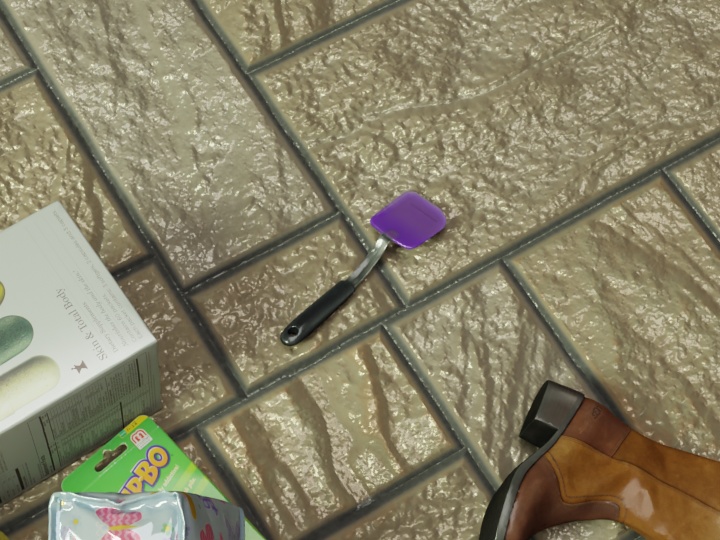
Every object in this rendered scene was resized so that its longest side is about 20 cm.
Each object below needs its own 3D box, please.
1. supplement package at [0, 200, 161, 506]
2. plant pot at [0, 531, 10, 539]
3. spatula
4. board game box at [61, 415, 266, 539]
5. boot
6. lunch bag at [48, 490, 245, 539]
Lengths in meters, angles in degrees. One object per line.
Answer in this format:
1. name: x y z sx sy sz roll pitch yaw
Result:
1. supplement package: -0.285 0.079 1.237 0.200 0.151 0.152 -31 71 -18
2. plant pot: -0.320 0.264 1.140 0.200 0.200 0.142 11 40 0
3. spatula: 0.000 0.000 1.375 0.057 0.021 0.200 35 68 25
4. board game box: -0.146 0.217 1.253 0.096 0.030 0.200 -40 77 -20
5. boot: 0.212 0.212 1.285 0.200 0.068 0.188 27 57 0
6. lunch bag: -0.161 0.266 1.131 0.127 0.170 0.200 -4 79 11
